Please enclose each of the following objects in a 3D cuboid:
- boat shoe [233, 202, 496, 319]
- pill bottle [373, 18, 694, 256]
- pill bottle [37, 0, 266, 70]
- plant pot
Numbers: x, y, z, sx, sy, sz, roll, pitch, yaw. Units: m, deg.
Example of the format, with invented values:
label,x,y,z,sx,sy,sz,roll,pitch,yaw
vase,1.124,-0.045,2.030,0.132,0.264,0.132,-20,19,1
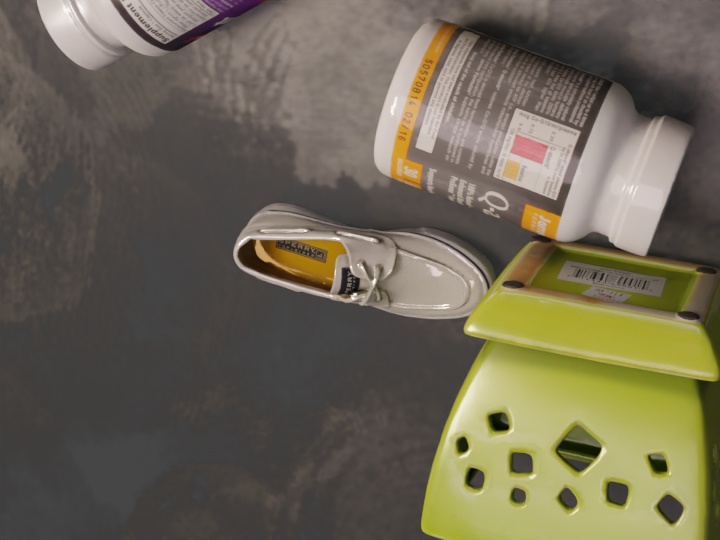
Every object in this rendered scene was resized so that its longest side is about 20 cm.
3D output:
label,x,y,z,sx,sy,sz,roll,pitch,yaw
boat shoe,0.000,0.000,1.279,0.199,0.070,0.071,16,117,12
pill bottle,0.118,-0.088,1.174,0.199,0.116,0.117,22,118,10
pill bottle,-0.128,-0.219,1.205,0.199,0.111,0.112,-24,103,27
plant pot,0.166,0.088,1.195,0.199,0.199,0.182,10,109,15
